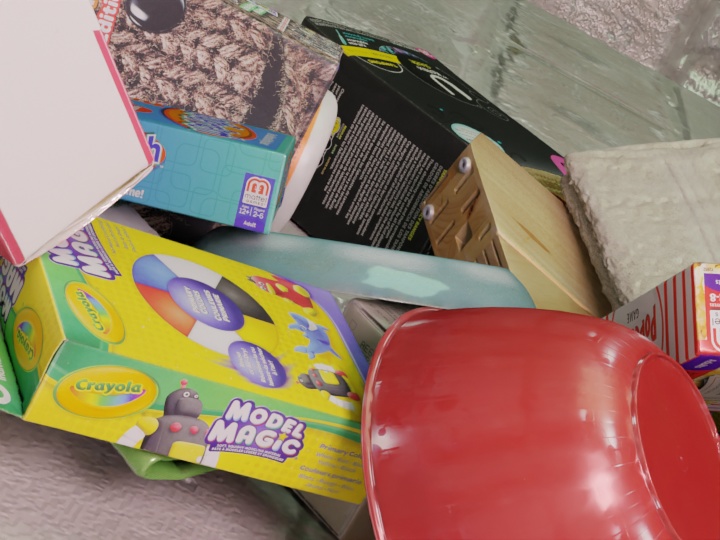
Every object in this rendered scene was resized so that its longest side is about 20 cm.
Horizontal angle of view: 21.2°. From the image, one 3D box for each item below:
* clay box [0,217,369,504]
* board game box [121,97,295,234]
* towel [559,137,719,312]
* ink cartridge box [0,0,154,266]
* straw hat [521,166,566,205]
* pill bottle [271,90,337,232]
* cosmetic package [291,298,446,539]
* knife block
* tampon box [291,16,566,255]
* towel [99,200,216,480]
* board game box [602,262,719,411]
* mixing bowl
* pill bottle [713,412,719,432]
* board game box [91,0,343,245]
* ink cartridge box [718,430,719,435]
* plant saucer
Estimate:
[{"bbox_3d":[-0.087,0.031,0.850,0.199,0.048,0.115,19,25,-32],"label":"clay box"},{"bbox_3d":[-0.136,-0.069,1.021,0.198,0.045,0.152,14,7,-2],"label":"board game box"},{"bbox_3d":[0.203,-0.005,1.138,0.131,0.035,0.201,-5,44,-9],"label":"towel"},{"bbox_3d":[-0.194,-0.111,0.832,0.199,0.083,0.147,31,-28,41],"label":"ink cartridge box"},{"bbox_3d":[0.123,0.036,1.278,0.200,0.085,0.202,21,44,-21],"label":"straw hat"},{"bbox_3d":[-0.124,-0.110,1.276,0.199,0.110,0.110,26,17,-11],"label":"pill bottle"},{"bbox_3d":[0.056,0.082,1.022,0.199,0.104,0.073,8,28,-48],"label":"cosmetic package"},{"bbox_3d":[0.142,0.022,1.189,0.174,0.064,0.201,10,48,-31],"label":"knife block"},{"bbox_3d":[0.037,-0.072,1.394,0.149,0.127,0.200,8,26,-50],"label":"tampon box"},{"bbox_3d":[-0.117,0.028,0.921,0.200,0.031,0.149,45,26,28],"label":"towel"},{"bbox_3d":[0.230,0.038,0.963,0.198,0.047,0.152,2,-13,-13],"label":"board game box"},{"bbox_3d":[0.099,0.097,0.862,0.200,0.108,0.202,39,40,-44],"label":"mixing bowl"},{"bbox_3d":[0.276,0.056,1.249,0.110,0.201,0.112,-1,42,1],"label":"pill bottle"},{"bbox_3d":[-0.133,-0.104,1.141,0.199,0.160,0.097,27,10,-4],"label":"board game box"},{"bbox_3d":[0.264,0.134,1.147,0.076,0.137,0.199,39,19,36],"label":"ink cartridge box"},{"bbox_3d":[0.000,0.000,1.038,0.198,0.028,0.200,8,0,0],"label":"plant saucer"}]
